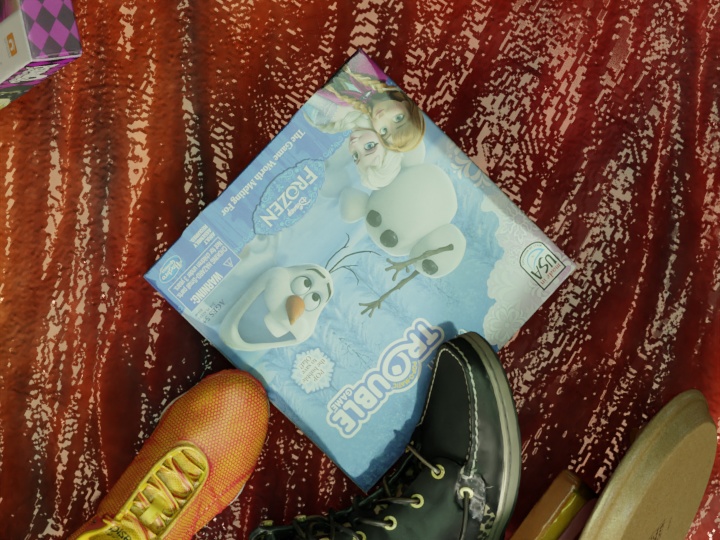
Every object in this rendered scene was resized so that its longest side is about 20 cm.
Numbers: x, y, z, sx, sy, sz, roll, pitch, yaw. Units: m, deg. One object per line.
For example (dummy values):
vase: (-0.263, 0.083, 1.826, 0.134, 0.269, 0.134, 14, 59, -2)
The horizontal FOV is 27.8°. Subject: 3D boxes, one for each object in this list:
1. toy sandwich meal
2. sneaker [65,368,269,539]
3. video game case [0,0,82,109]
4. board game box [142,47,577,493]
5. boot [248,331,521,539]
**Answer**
toy sandwich meal: (0.148, 0.156, 0.900, 0.070, 0.205, 0.206, 27, 87, 27)
sneaker: (-0.123, 0.148, 0.893, 0.073, 0.077, 0.201, 37, 93, -6)
video game case: (-0.224, -0.201, 0.842, 0.036, 0.181, 0.202, -13, 92, -30)
board game box: (0.000, 0.000, 0.932, 0.199, 0.043, 0.200, 44, 87, -5)
boot: (0.013, 0.143, 0.878, 0.152, 0.073, 0.206, -6, 113, -24)
